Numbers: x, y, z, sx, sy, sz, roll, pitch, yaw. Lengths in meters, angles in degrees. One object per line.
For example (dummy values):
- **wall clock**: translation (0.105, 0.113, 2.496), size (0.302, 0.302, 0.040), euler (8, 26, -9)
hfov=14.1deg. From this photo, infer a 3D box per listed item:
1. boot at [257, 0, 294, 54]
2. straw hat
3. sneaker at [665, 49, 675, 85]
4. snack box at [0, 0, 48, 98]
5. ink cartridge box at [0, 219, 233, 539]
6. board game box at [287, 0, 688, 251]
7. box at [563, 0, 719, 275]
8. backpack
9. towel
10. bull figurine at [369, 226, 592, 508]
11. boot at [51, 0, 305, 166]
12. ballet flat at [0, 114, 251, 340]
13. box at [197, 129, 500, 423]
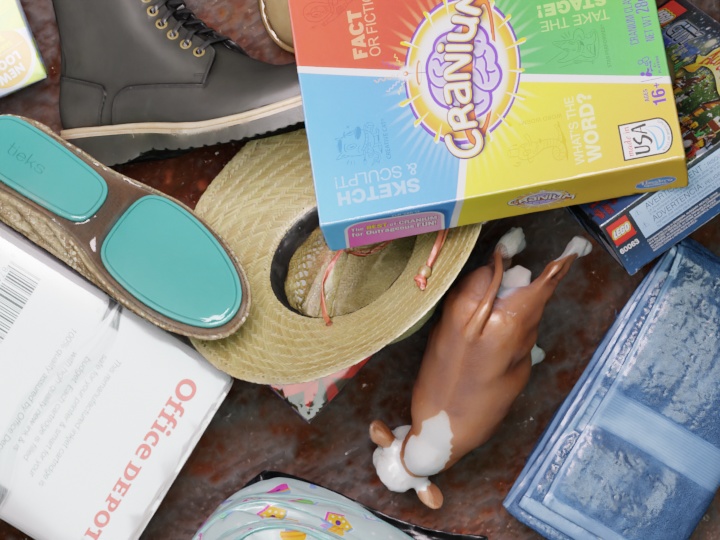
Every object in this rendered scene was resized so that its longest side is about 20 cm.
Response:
- **boot**: translation (-0.009, -0.205, 1.644), size (0.066, 0.200, 0.176), euler (13, 94, -8)
- **straw hat**: translation (0.000, 0.000, 1.676), size (0.201, 0.201, 0.085), euler (-45, 138, 0)
- **sneaker**: translation (0.115, -0.168, 1.683), size (0.200, 0.067, 0.090), euler (28, 77, 38)
- **snack box**: translation (-0.294, -0.174, 1.694), size (0.168, 0.068, 0.201), euler (-23, 98, -3)
- **ink cartridge box**: translation (-0.194, 0.066, 1.712), size (0.200, 0.084, 0.146), euler (33, 92, -6)
- **board game box**: translation (0.067, -0.103, 1.584), size (0.199, 0.040, 0.154), euler (-11, 69, 5)
- **box**: translation (0.169, -0.082, 1.669), size (0.136, 0.200, 0.038), euler (-36, 114, -1)
- **backpack**: translation (-0.013, 0.206, 1.717), size (0.200, 0.127, 0.167), euler (33, 95, -3)
- **towel**: translation (0.182, 0.087, 1.760), size (0.111, 0.049, 0.201), euler (32, 92, -7)
- **bull figurine**: translation (0.068, 0.053, 1.704), size (0.065, 0.200, 0.122), euler (34, 55, 6)
- **boot**: translation (-0.099, -0.138, 1.676), size (0.199, 0.077, 0.139), euler (-9, 91, 25)
- **ballet flat**: translation (-0.141, -0.019, 1.669), size (0.200, 0.065, 0.071), euler (38, 71, 17)
- **box**: translation (-0.013, -0.028, 1.740), size (0.137, 0.039, 0.200), euler (43, 91, -5)
